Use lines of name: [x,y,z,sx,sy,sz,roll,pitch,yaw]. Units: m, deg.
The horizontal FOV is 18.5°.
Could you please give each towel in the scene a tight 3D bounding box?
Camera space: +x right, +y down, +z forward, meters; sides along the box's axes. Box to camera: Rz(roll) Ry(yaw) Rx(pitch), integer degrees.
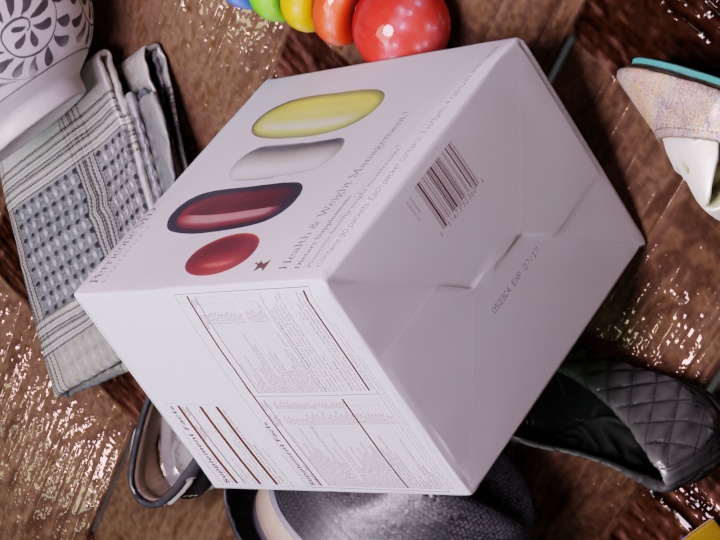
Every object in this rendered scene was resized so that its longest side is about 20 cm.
towel: [-0.170,-0.030,1.434,0.200,0.034,0.193,-26,73,48]

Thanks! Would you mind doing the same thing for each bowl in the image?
bowl: [-0.231,-0.123,1.373,0.094,0.201,0.201,52,139,-3]

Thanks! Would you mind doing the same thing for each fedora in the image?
fedora: [0.028,0.130,1.245,0.201,0.200,0.092,41,121,24]

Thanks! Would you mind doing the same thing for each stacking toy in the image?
stacking toy: [-0.034,-0.169,1.233,0.200,0.085,0.086,29,128,25]

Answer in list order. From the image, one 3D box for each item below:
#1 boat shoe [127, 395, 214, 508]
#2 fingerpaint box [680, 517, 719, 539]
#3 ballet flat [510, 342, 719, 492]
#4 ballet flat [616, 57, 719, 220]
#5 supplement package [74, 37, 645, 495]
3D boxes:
boat shoe: [-0.105,0.078,1.435,0.074,0.060,0.200,45,135,21]
fingerpaint box: [0.178,0.261,1.227,0.167,0.073,0.200,50,137,14]
ballet flat: [0.114,0.076,1.208,0.200,0.057,0.067,9,120,49]
ballet flat: [0.196,-0.051,1.046,0.200,0.068,0.067,19,88,40]
supplement package: [0.000,0.000,1.163,0.200,0.191,0.147,-5,128,47]
